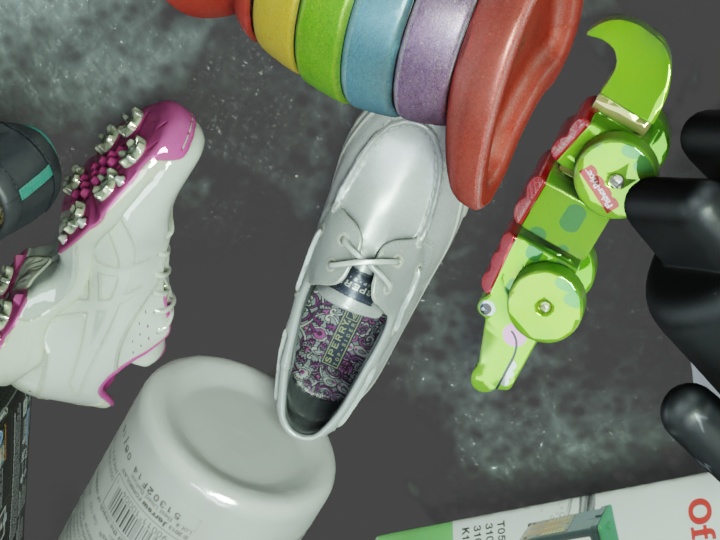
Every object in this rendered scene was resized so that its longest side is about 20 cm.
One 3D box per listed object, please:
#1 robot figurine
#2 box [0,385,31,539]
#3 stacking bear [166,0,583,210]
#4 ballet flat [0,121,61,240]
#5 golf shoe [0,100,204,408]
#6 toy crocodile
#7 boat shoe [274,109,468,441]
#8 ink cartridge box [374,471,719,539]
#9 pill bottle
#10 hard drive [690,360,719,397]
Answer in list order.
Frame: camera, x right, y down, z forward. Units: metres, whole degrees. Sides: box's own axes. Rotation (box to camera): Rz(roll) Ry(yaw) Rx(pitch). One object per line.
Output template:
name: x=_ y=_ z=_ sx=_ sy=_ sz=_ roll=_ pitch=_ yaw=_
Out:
robot figurine: x=0.209 y=0.018 z=0.817 sx=0.150 sy=0.125 sz=0.200 roll=-36 pitch=109 yaw=26
box: x=-0.231 y=0.178 z=1.004 sx=0.047 sy=0.193 sz=0.201 roll=13 pitch=122 yaw=6
stacking bear: x=-0.011 y=-0.131 z=0.829 sx=0.199 sy=0.122 sz=0.114 roll=23 pitch=152 yaw=14
ballet flat: x=-0.240 y=-0.021 z=0.902 sx=0.199 sy=0.073 sz=0.073 roll=-16 pitch=114 yaw=19
golf shoe: x=-0.125 y=-0.004 z=0.957 sx=0.091 sy=0.076 sz=0.200 roll=27 pitch=125 yaw=-21
toy crocodile: x=0.098 y=-0.028 z=0.885 sx=0.061 sy=0.068 sz=0.201 roll=28 pitch=119 yaw=3
boat shoe: x=0.000 y=0.000 z=0.921 sx=0.072 sy=0.069 sz=0.201 roll=27 pitch=122 yaw=-3
ink cartridge box: x=0.117 y=0.196 z=0.952 sx=0.199 sy=0.147 sz=0.084 roll=-15 pitch=154 yaw=20
pill bottle: x=-0.105 y=0.153 z=1.006 sx=0.114 sy=0.115 sz=0.201 roll=29 pitch=121 yaw=-4
hard drive: x=0.262 y=0.032 z=0.903 sx=0.198 sy=0.025 sz=0.133 roll=-4 pitch=117 yaw=16
